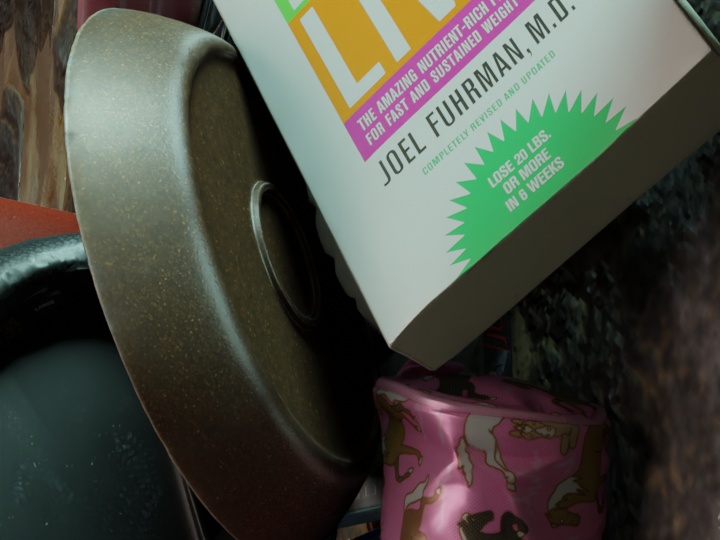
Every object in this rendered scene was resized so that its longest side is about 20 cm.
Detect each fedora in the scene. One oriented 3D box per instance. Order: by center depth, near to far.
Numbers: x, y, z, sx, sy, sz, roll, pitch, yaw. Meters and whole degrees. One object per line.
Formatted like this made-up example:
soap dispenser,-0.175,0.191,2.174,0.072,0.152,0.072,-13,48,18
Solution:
fedora,-0.103,0.091,0.753,0.092,0.198,0.203,122,149,-67

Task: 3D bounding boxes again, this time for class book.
book,0.028,-0.082,0.645,0.133,0.048,0.201,-42,49,15

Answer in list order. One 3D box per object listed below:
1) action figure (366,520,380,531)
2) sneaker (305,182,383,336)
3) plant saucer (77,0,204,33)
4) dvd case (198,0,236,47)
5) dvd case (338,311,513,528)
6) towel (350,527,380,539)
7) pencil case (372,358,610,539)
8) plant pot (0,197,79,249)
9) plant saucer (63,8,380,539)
action figure,-0.031,0.052,0.855,0.099,0.065,0.202,-30,55,49
sneaker,0.033,-0.070,0.696,0.082,0.074,0.202,-12,67,41
plant saucer,-0.080,-0.179,0.846,0.201,0.050,0.203,-169,90,-88
dvd case,-0.059,-0.085,0.912,0.200,0.016,0.150,-40,-35,-81
dvd case,0.000,0.000,0.775,0.145,0.022,0.202,-18,65,41
towel,-0.006,0.193,0.703,0.145,0.024,0.202,-4,-79,-70
pencil case,0.034,0.132,0.640,0.083,0.086,0.202,-9,-73,-79
plant pot,-0.150,0.085,0.994,0.176,0.198,0.202,29,105,59
plant saucer,-0.038,-0.001,0.671,0.200,0.034,0.202,-21,-90,-75
